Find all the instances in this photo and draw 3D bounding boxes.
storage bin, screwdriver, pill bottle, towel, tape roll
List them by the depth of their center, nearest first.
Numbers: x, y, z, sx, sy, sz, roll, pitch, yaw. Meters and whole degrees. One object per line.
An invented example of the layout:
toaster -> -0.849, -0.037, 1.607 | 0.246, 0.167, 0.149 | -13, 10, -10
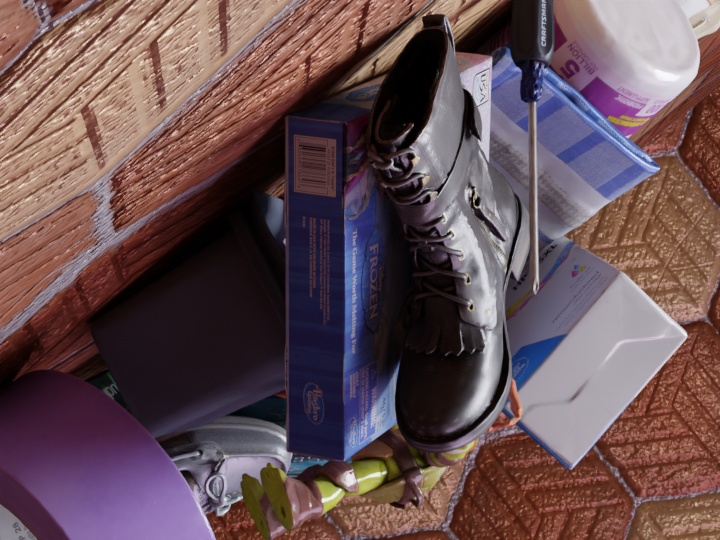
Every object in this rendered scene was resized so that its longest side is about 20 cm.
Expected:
screwdriver -> 0.100, -0.084, 1.416 | 0.028, 0.200, 0.029 | -7, 158, 27
tape roll -> -0.177, 0.165, 1.445 | 0.085, 0.200, 0.200 | -34, 173, -33
storage bin -> -0.078, 0.047, 1.534 | 0.134, 0.146, 0.200 | -29, 176, 7
towel -> 0.072, -0.054, 1.558 | 0.200, 0.147, 0.024 | -34, -149, 32
pill bottle -> 0.120, -0.110, 1.592 | 0.200, 0.112, 0.112 | -43, 173, 36

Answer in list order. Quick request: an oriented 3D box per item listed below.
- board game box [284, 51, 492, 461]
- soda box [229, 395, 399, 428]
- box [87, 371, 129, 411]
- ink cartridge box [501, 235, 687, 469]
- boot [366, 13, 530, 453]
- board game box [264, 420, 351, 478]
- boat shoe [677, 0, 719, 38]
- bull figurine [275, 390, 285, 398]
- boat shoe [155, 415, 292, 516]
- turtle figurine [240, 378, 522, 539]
board game box -> 0.019, -0.014, 1.427 | 0.043, 0.200, 0.199 | 9, -161, 24
soda box -> -0.028, 0.072, 1.734 | 0.200, 0.068, 0.064 | -1, 156, 19
box -> -0.223, 0.129, 1.725 | 0.144, 0.036, 0.200 | -42, 175, 27
ink cartridge box -> 0.123, 0.043, 1.584 | 0.116, 0.067, 0.200 | -49, -162, 0
boot -> 0.037, -0.020, 1.345 | 0.174, 0.069, 0.200 | 61, 35, -51
board game box -> -0.085, 0.131, 1.732 | 0.200, 0.028, 0.135 | -1, 167, -5
boat shoe -> 0.185, -0.153, 1.792 | 0.200, 0.068, 0.075 | -39, -156, 15
bull figurine -> 0.000, 0.000, 1.663 | 0.200, 0.121, 0.065 | -37, 175, -10
boat shoe -> -0.140, 0.148, 1.617 | 0.202, 0.065, 0.075 | -7, 141, -17
turtle figurine -> 0.010, 0.120, 1.492 | 0.161, 0.065, 0.200 | -20, -172, -21
